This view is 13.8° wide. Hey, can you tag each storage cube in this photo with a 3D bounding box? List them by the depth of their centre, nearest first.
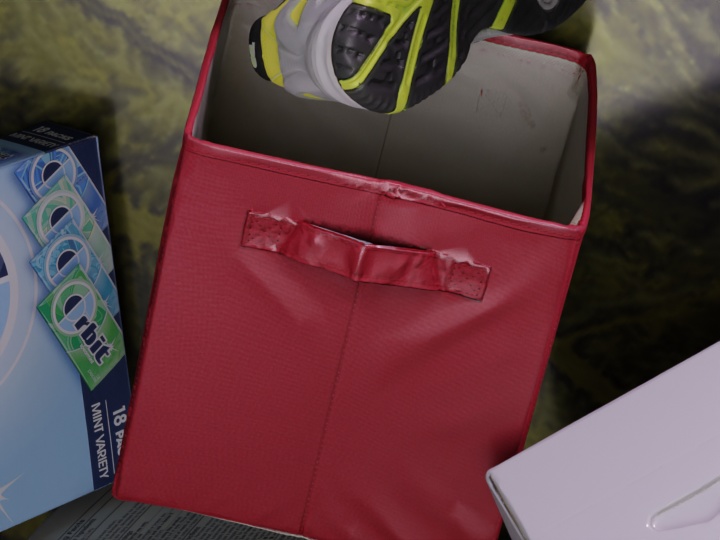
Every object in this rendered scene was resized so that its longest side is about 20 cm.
[{"bbox_3d":[0.000,0.000,1.297,0.170,0.200,0.181,13,118,-2],"label":"storage cube"}]

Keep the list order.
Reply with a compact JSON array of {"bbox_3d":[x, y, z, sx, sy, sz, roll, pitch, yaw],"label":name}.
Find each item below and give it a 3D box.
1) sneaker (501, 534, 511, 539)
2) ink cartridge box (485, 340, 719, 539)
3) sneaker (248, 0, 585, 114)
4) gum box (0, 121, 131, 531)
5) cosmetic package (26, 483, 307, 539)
[{"bbox_3d":[0.149,0.144,1.408,0.199,0.060,0.104,-33,102,8],"label":"sneaker"},{"bbox_3d":[0.149,0.122,1.272,0.144,0.085,0.200,-29,150,-3],"label":"ink cartridge box"},{"bbox_3d":[0.031,-0.127,1.261,0.076,0.200,0.076,8,115,39],"label":"sneaker"},{"bbox_3d":[-0.197,0.043,1.337,0.044,0.199,0.171,16,119,46],"label":"gum box"},{"bbox_3d":[-0.048,0.148,1.373,0.199,0.103,0.088,-4,111,26],"label":"cosmetic package"}]
